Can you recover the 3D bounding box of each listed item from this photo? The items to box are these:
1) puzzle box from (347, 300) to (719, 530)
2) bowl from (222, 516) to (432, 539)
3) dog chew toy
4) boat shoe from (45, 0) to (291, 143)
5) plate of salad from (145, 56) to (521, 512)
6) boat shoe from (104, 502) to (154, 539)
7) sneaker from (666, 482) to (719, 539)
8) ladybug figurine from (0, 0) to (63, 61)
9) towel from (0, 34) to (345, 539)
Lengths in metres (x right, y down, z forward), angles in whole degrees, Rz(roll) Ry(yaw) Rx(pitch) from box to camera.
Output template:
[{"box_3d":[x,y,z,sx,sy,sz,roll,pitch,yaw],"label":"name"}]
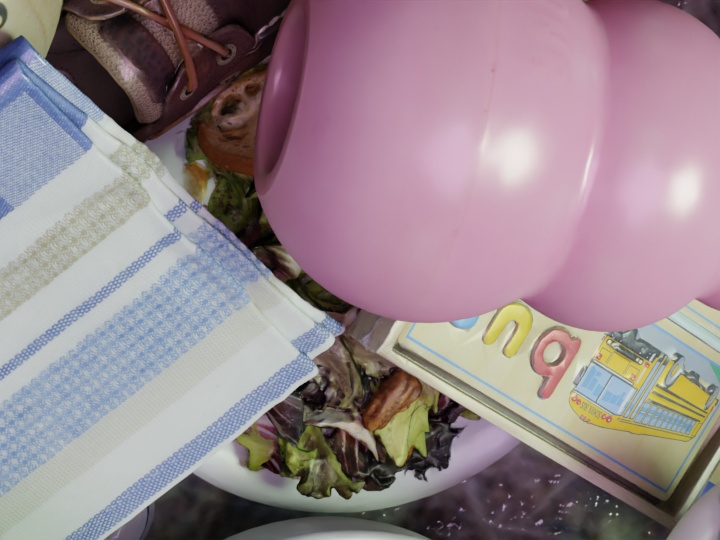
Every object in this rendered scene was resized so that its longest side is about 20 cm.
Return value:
[{"box_3d":[0.105,0.014,0.950,0.199,0.025,0.134,30,92,-31],"label":"puzzle box"},{"box_3d":[-0.018,0.169,0.979,0.200,0.090,0.202,-4,112,-10],"label":"bowl"},{"box_3d":[0.070,-0.036,0.834,0.199,0.125,0.125,11,108,-12],"label":"dog chew toy"},{"box_3d":[-0.068,-0.076,0.859,0.199,0.072,0.072,-30,115,20],"label":"boat shoe"},{"box_3d":[0.000,0.000,0.943,0.199,0.048,0.201,-4,111,-11],"label":"plate of salad"},{"box_3d":[-0.143,0.041,0.917,0.073,0.067,0.200,-39,113,5],"label":"boat shoe"},{"box_3d":[0.111,0.141,0.968,0.076,0.081,0.201,-14,139,-26],"label":"sneaker"},{"box_3d":[-0.157,-0.139,0.800,0.072,0.136,0.200,-37,91,27],"label":"ladybug figurine"},{"box_3d":[-0.107,0.020,0.846,0.147,0.024,0.200,-39,140,6],"label":"towel"}]
